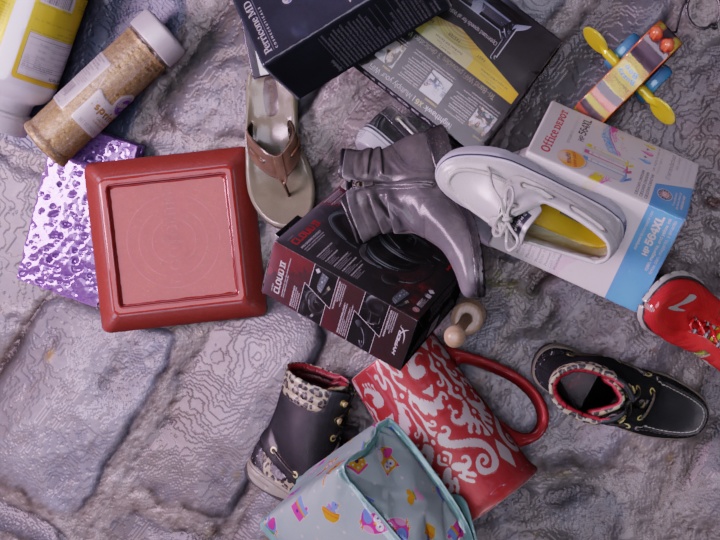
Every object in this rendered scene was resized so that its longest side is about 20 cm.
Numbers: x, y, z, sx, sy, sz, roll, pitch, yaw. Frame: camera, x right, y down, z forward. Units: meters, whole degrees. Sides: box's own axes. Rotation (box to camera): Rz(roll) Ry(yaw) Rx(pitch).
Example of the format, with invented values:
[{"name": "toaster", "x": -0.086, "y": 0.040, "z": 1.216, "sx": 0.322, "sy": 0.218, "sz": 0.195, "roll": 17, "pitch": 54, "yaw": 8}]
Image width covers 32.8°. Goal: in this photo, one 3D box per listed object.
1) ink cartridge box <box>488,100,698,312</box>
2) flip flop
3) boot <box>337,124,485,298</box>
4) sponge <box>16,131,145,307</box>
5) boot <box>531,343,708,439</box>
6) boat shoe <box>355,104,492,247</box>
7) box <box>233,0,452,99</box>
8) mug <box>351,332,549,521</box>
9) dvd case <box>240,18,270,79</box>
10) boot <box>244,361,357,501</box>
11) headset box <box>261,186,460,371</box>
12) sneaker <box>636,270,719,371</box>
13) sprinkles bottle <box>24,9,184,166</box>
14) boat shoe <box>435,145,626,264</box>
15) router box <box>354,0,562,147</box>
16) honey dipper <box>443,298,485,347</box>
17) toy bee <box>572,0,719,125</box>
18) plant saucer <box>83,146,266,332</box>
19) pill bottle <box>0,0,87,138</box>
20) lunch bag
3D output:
[{"name": "ink cartridge box", "x": 0.235, "y": -0.075, "z": 1.297, "sx": 0.198, "sy": 0.129, "sz": 0.126, "roll": 25, "pitch": 127, "yaw": 7}, {"name": "flip flop", "x": -0.097, "y": -0.147, "z": 1.403, "sx": 0.080, "sy": 0.058, "sz": 0.203, "roll": -5, "pitch": 88, "yaw": 5}, {"name": "boot", "x": 0.054, "y": -0.049, "z": 1.302, "sx": 0.130, "sy": 0.070, "sz": 0.202, "roll": -17, "pitch": 69, "yaw": 1}, {"name": "sponge", "x": -0.336, "y": -0.069, "z": 1.470, "sx": 0.110, "sy": 0.030, "sz": 0.203, "roll": 17, "pitch": 97, "yaw": 8}, {"name": "boot", "x": 0.282, "y": 0.140, "z": 1.301, "sx": 0.201, "sy": 0.154, "sz": 0.074, "roll": 20, "pitch": 95, "yaw": 3}, {"name": "boat shoe", "x": 0.088, "y": -0.109, "z": 1.369, "sx": 0.199, "sy": 0.072, "sz": 0.071, "roll": 40, "pitch": 84, "yaw": -3}, {"name": "box", "x": -0.029, "y": -0.306, "z": 1.294, "sx": 0.199, "sy": 0.107, "sz": 0.150, "roll": -30, "pitch": 70, "yaw": 12}, {"name": "mug", "x": 0.101, "y": 0.168, "z": 1.380, "sx": 0.201, "sy": 0.177, "sz": 0.133, "roll": 55, "pitch": 137, "yaw": 7}, {"name": "dvd case", "x": -0.042, "y": -0.313, "z": 1.392, "sx": 0.197, "sy": 0.016, "sz": 0.151, "roll": -12, "pitch": 92, "yaw": 0}, {"name": "boot", "x": -0.024, "y": 0.209, "z": 1.399, "sx": 0.202, "sy": 0.073, "sz": 0.155, "roll": 24, "pitch": 110, "yaw": 12}, {"name": "headset box", "x": 0.000, "y": 0.000, "z": 1.339, "sx": 0.199, "sy": 0.149, "sz": 0.078, "roll": 30, "pitch": 128, "yaw": 14}, {"name": "sneaker", "x": 0.372, "y": 0.064, "z": 1.279, "sx": 0.199, "sy": 0.085, "sz": 0.078, "roll": 25, "pitch": 100, "yaw": -33}, {"name": "sprinkles bottle", "x": -0.296, "y": -0.211, "z": 1.416, "sx": 0.200, "sy": 0.068, "sz": 0.068, "roll": -43, "pitch": 86, "yaw": 0}, {"name": "boat shoe", "x": 0.160, "y": -0.055, "z": 1.208, "sx": 0.200, "sy": 0.086, "sz": 0.075, "roll": 25, "pitch": 128, "yaw": 8}, {"name": "router box", "x": 0.098, "y": -0.245, "z": 1.354, "sx": 0.199, "sy": 0.052, "sz": 0.158, "roll": 38, "pitch": 91, "yaw": 3}, {"name": "honey dipper", "x": 0.111, "y": 0.057, "z": 1.312, "sx": 0.037, "sy": 0.200, "sz": 0.039, "roll": 1, "pitch": 94, "yaw": 9}, {"name": "toy bee", "x": 0.296, "y": -0.229, "z": 1.307, "sx": 0.130, "sy": 0.109, "sz": 0.202, "roll": 26, "pitch": 98, "yaw": 9}, {"name": "plant saucer", "x": -0.217, "y": -0.035, "z": 1.428, "sx": 0.197, "sy": 0.037, "sz": 0.203, "roll": -6, "pitch": 93, "yaw": -1}, {"name": "pill bottle", "x": -0.396, "y": -0.264, "z": 1.425, "sx": 0.111, "sy": 0.112, "sz": 0.202, "roll": 23, "pitch": 98, "yaw": 8}, {"name": "lunch bag", "x": 0.024, "y": 0.283, "z": 1.288, "sx": 0.200, "sy": 0.122, "sz": 0.170, "roll": 48, "pitch": 131, "yaw": -1}]
